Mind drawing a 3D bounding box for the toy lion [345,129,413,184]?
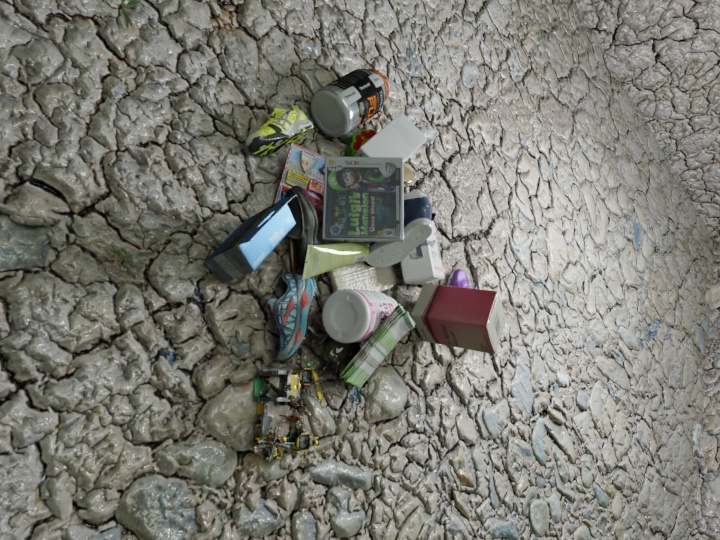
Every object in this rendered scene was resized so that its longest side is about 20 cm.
[{"bbox_3d":[0.032,-0.265,1.318,0.192,0.069,0.200,47,54,-12],"label":"toy lion"}]

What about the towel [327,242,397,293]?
[{"bbox_3d":[0.000,0.000,1.238,0.200,0.034,0.133,-16,88,-40],"label":"towel"}]

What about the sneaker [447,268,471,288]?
[{"bbox_3d":[0.303,0.091,1.426,0.080,0.088,0.201,3,76,-37],"label":"sneaker"}]

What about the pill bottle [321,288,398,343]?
[{"bbox_3d":[0.011,0.100,1.133,0.200,0.113,0.114,8,72,-63],"label":"pill bottle"}]

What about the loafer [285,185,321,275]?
[{"bbox_3d":[-0.133,-0.084,1.115,0.072,0.073,0.201,-18,98,-35],"label":"loafer"}]

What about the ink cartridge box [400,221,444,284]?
[{"bbox_3d":[0.149,-0.069,1.307,0.146,0.085,0.201,7,74,-70],"label":"ink cartridge box"}]

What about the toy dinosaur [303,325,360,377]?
[{"bbox_3d":[-0.040,0.184,1.131,0.200,0.077,0.103,15,83,-31],"label":"toy dinosaur"}]

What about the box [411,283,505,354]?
[{"bbox_3d":[0.248,0.119,1.282,0.109,0.199,0.128,-63,142,-31],"label":"box"}]

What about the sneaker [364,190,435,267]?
[{"bbox_3d":[0.086,-0.108,1.217,0.080,0.200,0.147,31,39,-35],"label":"sneaker"}]

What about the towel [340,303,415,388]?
[{"bbox_3d":[0.045,0.175,1.119,0.200,0.031,0.149,-50,155,-6],"label":"towel"}]

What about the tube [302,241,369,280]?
[{"bbox_3d":[-0.057,-0.032,1.118,0.200,0.052,0.058,-16,82,-53],"label":"tube"}]

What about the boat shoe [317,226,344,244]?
[{"bbox_3d":[-0.019,-0.109,1.205,0.200,0.063,0.071,-40,67,-12],"label":"boat shoe"}]

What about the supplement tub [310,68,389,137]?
[{"bbox_3d":[-0.020,-0.426,1.270,0.200,0.122,0.123,-45,107,-37],"label":"supplement tub"}]

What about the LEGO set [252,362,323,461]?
[{"bbox_3d":[-0.133,0.274,1.002,0.154,0.116,0.201,21,66,-34],"label":"LEGO set"}]

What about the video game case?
[{"bbox_3d":[0.007,-0.162,1.146,0.181,0.023,0.201,1,76,1],"label":"video game case"}]

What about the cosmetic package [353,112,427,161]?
[{"bbox_3d":[0.072,-0.304,1.284,0.102,0.074,0.200,46,57,-3],"label":"cosmetic package"}]

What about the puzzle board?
[{"bbox_3d":[-0.095,-0.190,1.188,0.200,0.017,0.151,17,88,-36],"label":"puzzle board"}]

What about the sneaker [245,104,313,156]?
[{"bbox_3d":[-0.192,-0.317,1.143,0.077,0.075,0.200,55,41,-5],"label":"sneaker"}]

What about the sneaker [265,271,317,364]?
[{"bbox_3d":[-0.161,0.096,1.068,0.095,0.079,0.201,21,59,-19],"label":"sneaker"}]

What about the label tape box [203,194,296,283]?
[{"bbox_3d":[-0.199,-0.058,0.979,0.066,0.200,0.143,51,53,-20],"label":"label tape box"}]
